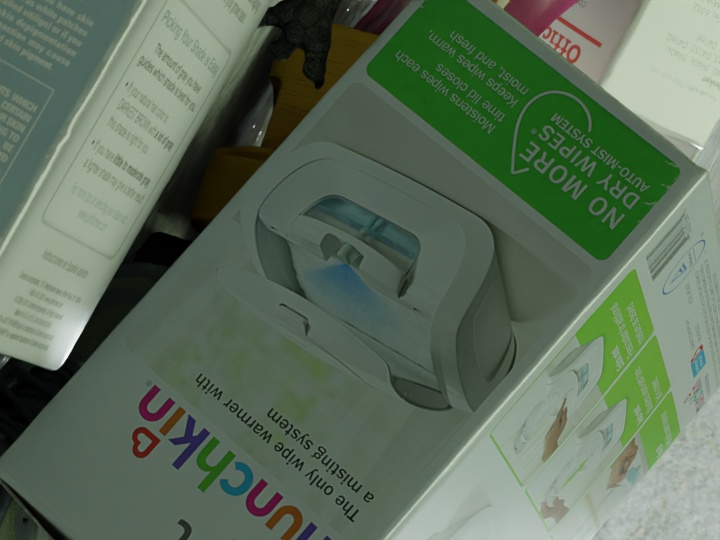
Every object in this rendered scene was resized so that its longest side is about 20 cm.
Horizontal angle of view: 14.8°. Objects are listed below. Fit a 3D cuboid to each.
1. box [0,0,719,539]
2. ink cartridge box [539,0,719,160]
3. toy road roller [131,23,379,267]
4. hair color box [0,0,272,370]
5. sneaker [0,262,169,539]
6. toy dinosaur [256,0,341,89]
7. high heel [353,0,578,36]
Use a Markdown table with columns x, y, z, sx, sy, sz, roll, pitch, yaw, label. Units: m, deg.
| x | y | z | sx | sy | sz | roll | pitch | yaw | label |
| --- | --- | --- | --- | --- | --- | --- | --- | --- | --- |
| 0.014 | 0.041 | 0.772 | 0.177 | 0.097 | 0.200 | -48 | 162 | -5 | box |
| 0.120 | -0.131 | 1.169 | 0.200 | 0.067 | 0.116 | -63 | -146 | 10 | ink cartridge box |
| 0.000 | 0.000 | 0.980 | 0.200 | 0.123 | 0.146 | 58 | 51 | -77 | toy road roller |
| -0.056 | -0.080 | 0.648 | 0.200 | 0.061 | 0.099 | -60 | 170 | -2 | hair color box |
| -0.101 | 0.062 | 0.795 | 0.200 | 0.074 | 0.081 | -54 | 165 | -39 | sneaker |
| -0.011 | -0.099 | 0.742 | 0.088 | 0.047 | 0.200 | -52 | -159 | -6 | toy dinosaur |
| 0.043 | -0.097 | 1.078 | 0.096 | 0.067 | 0.200 | -55 | 179 | 35 | high heel |
